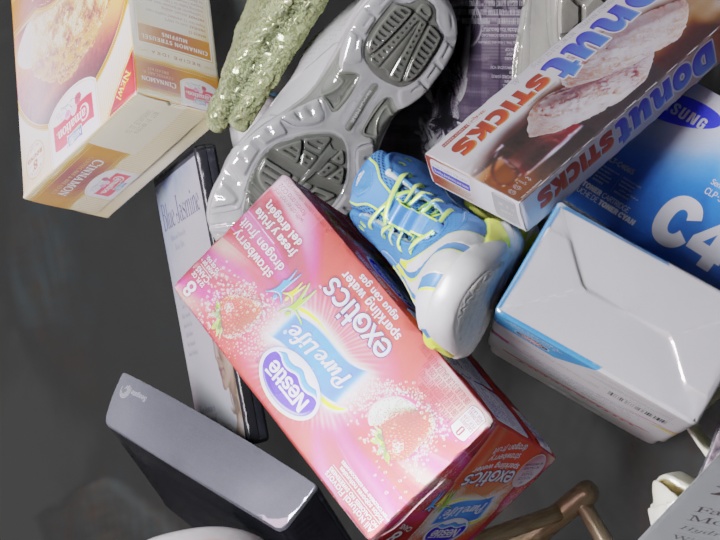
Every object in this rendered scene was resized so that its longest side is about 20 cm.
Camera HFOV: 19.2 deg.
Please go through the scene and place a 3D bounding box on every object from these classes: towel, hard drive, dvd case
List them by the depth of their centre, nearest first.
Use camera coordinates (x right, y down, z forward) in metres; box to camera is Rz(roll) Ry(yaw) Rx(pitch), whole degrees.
[{"bbox_3d":[0.059,-0.117,1.311,0.148,0.016,0.201,7,100,46],"label":"dvd case"},{"bbox_3d":[-0.038,-0.188,1.333,0.200,0.036,0.149,-53,16,39],"label":"towel"},{"bbox_3d":[-0.084,0.151,1.426,0.200,0.042,0.135,26,155,41],"label":"hard drive"},{"bbox_3d":[-0.104,0.023,1.461,0.143,0.017,0.201,156,104,-72],"label":"dvd case"}]

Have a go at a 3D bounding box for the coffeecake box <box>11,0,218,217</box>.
[{"bbox_3d":[-0.173,-0.163,1.476,0.153,0.073,0.201,-36,53,43],"label":"coffeecake box"}]

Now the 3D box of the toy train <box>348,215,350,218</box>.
[{"bbox_3d":[-0.003,-0.006,1.345,0.056,0.042,0.201,-23,88,2],"label":"toy train"}]

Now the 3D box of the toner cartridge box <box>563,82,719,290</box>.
[{"bbox_3d":[0.199,-0.029,1.122,0.200,0.043,0.095,35,85,39],"label":"toner cartridge box"}]

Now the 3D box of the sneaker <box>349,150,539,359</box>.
[{"bbox_3d":[0.031,-0.012,1.130,0.105,0.200,0.076,28,99,6],"label":"sneaker"}]

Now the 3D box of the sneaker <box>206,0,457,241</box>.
[{"bbox_3d":[-0.022,-0.093,1.301,0.200,0.078,0.099,-48,17,-2],"label":"sneaker"}]

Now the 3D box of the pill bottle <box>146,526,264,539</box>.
[{"bbox_3d":[-0.091,0.271,1.316,0.114,0.114,0.201,-48,41,39],"label":"pill bottle"}]

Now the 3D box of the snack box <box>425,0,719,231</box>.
[{"bbox_3d":[0.129,-0.100,1.124,0.072,0.200,0.024,29,151,41],"label":"snack box"}]

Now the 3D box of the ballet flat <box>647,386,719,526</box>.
[{"bbox_3d":[0.199,0.111,1.154,0.073,0.073,0.201,36,114,38],"label":"ballet flat"}]

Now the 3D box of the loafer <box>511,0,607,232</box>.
[{"bbox_3d":[0.119,-0.096,1.222,0.070,0.070,0.201,-125,39,-67],"label":"loafer"}]

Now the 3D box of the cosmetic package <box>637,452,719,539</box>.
[{"bbox_3d":[0.220,0.196,1.010,0.164,0.200,0.166,8,103,20],"label":"cosmetic package"}]

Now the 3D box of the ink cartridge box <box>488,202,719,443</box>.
[{"bbox_3d":[0.133,0.033,1.138,0.115,0.200,0.068,30,84,5],"label":"ink cartridge box"}]

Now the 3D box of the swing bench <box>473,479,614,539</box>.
[{"bbox_3d":[0.092,0.267,1.247,0.199,0.129,0.200,60,138,22],"label":"swing bench"}]

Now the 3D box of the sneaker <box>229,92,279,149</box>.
[{"bbox_3d":[-0.053,-0.028,1.393,0.075,0.086,0.201,-39,66,44],"label":"sneaker"}]

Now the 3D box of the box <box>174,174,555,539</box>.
[{"bbox_3d":[0.001,0.055,1.173,0.095,0.100,0.200,-44,61,7],"label":"box"}]
